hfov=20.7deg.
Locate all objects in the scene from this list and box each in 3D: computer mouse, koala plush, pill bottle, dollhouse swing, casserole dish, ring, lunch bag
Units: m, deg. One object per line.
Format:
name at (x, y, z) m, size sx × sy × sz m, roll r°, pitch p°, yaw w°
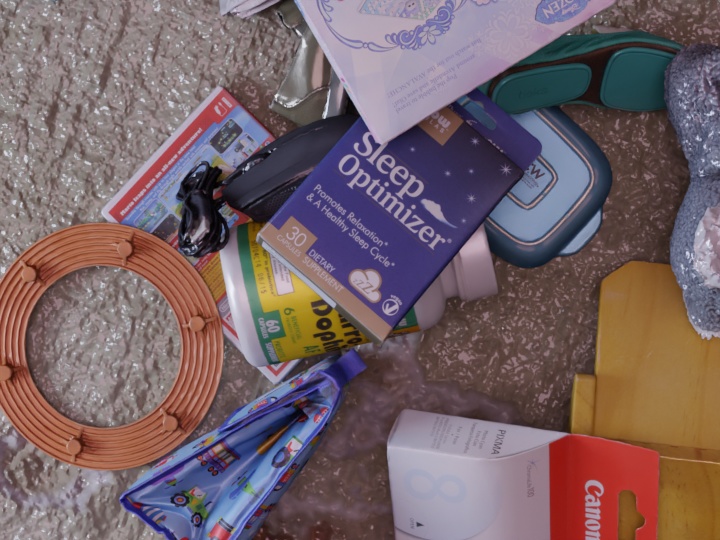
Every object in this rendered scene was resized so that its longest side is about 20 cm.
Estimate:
computer mouse at (-0.050, -0.078, 1.501) m, size 0.199 × 0.139 × 0.053 m, roll -14°, pitch 116°, yaw 2°
koala plush at (0.291, -0.054, 1.470) m, size 0.183 × 0.177 × 0.201 m, roll 20°, pitch 78°, yaw 10°
pill bottle at (0.000, 0.000, 1.511) m, size 0.199 × 0.113 × 0.114 m, roll -13°, pitch 89°, yaw 2°
dollhouse swing at (0.261, 0.122, 1.550) m, size 0.199 × 0.176 × 0.183 m, roll 5°, pitch 131°, yaw 3°
casserole dish at (0.110, -0.092, 1.559) m, size 0.200 × 0.039 × 0.121 m, roll 43°, pitch 93°, yaw 2°
ring at (-0.208, 0.062, 1.578) m, size 0.199 × 0.019 × 0.202 m, roll 0°, pitch 94°, yaw 7°
lunch bag at (-0.071, 0.136, 1.512) m, size 0.200 × 0.151 × 0.094 m, roll -42°, pitch 87°, yaw 3°

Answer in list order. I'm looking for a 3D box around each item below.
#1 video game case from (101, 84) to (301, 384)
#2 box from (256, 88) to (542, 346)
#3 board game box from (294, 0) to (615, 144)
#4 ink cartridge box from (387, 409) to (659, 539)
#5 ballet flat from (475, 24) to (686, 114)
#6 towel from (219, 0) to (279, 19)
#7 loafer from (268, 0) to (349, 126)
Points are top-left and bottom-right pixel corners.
video game case at (-0.089, -0.029, 1.581) m, size 0.200 × 0.017 × 0.143 m, roll 44°, pitch 92°, yaw 2°
box at (0.033, -0.059, 1.446) m, size 0.121 × 0.032 × 0.200 m, roll 40°, pitch 77°, yaw 3°
board game box at (0.048, -0.226, 1.400) m, size 0.199 × 0.043 × 0.200 m, roll -31°, pitch 101°, yaw -2°
ink cartridge box at (0.123, 0.189, 1.490) m, size 0.199 × 0.047 × 0.161 m, roll 9°, pitch 132°, yaw 16°
ballet flat at (0.175, -0.163, 1.533) m, size 0.199 × 0.068 × 0.071 m, roll -6°, pitch 45°, yaw -22°
towel at (-0.084, -0.306, 1.502) m, size 0.032 × 0.191 × 0.201 m, roll -10°, pitch 88°, yaw -24°
loafer at (-0.032, -0.207, 1.549) m, size 0.069 × 0.075 × 0.201 m, roll 9°, pitch 90°, yaw -1°
